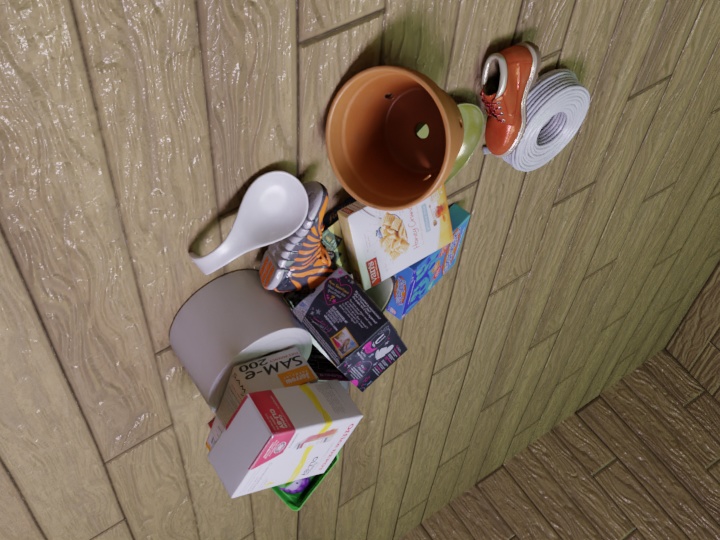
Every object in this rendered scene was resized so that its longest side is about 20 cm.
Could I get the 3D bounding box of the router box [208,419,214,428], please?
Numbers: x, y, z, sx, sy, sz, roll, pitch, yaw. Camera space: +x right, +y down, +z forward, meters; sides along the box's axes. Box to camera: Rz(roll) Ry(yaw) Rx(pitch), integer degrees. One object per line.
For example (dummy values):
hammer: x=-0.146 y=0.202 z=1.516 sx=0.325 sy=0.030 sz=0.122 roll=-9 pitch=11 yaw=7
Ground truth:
router box: x=-0.192 y=0.293 z=1.770 sx=0.179 sy=0.049 sz=0.200 roll=-42 pitch=152 yaw=2

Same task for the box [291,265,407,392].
box: x=-0.013 y=0.099 z=1.439 sx=0.114 sy=0.132 sz=0.200 roll=-40 pitch=158 yaw=-4

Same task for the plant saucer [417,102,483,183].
plant saucer: x=0.127 y=-0.210 z=1.479 sx=0.198 sy=0.031 sz=0.201 roll=-32 pitch=151 yaw=-20

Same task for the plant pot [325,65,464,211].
plant pot: x=0.065 y=-0.199 z=1.267 sx=0.201 sy=0.200 sz=0.140 roll=-56 pitch=165 yaw=27

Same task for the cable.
cable: x=0.340 y=-0.279 z=1.609 sx=0.198 sy=0.069 sz=0.201 roll=-6 pitch=136 yaw=-48

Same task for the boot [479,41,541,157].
boot: x=0.232 y=-0.279 z=1.450 sx=0.106 sy=0.075 sz=0.203 roll=-24 pitch=133 yaw=-40

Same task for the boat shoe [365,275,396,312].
boat shoe: x=0.015 y=0.071 z=1.593 sx=0.062 sy=0.071 sz=0.201 roll=-14 pitch=146 yaw=-45

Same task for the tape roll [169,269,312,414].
tape roll: x=-0.197 y=0.120 z=1.423 sx=0.201 sy=0.140 sz=0.204 roll=-30 pitch=150 yaw=-19

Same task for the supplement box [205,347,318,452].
supplement box: x=-0.162 y=0.228 z=1.390 sx=0.125 sy=0.074 sz=0.202 roll=-14 pitch=142 yaw=-40

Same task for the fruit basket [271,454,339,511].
fruit basket: x=-0.155 y=0.432 z=1.933 sx=0.216 sy=0.155 sz=0.216 roll=-47 pitch=168 yaw=-13

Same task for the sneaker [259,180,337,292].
sneaker: x=-0.077 y=-0.051 z=1.369 sx=0.111 sy=0.078 sz=0.201 roll=7 pitch=128 yaw=-36

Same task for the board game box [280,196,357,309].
board game box: x=-0.052 y=-0.015 z=1.467 sx=0.199 sy=0.035 sz=0.136 roll=-38 pitch=126 yaw=-6

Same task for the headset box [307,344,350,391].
headset box: x=-0.096 y=0.230 z=1.531 sx=0.076 sy=0.200 sz=0.151 roll=6 pitch=105 yaw=-27

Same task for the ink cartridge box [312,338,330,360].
ink cartridge box: x=-0.164 y=0.166 z=1.615 sx=0.198 sy=0.043 sz=0.176 roll=-31 pitch=120 yaw=-19

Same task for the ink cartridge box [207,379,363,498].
ink cartridge box: x=-0.112 y=0.253 z=1.320 sx=0.198 sy=0.084 sz=0.146 roll=-2 pitch=133 yaw=-48

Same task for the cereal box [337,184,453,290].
cereal box: x=0.063 y=-0.074 z=1.457 sx=0.198 sy=0.039 sz=0.146 roll=-30 pitch=124 yaw=-23

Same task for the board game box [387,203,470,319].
board game box: x=0.131 y=-0.018 z=1.688 sx=0.200 sy=0.045 sz=0.153 roll=-44 pitch=158 yaw=-34

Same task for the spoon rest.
spoon rest: x=-0.163 y=-0.064 z=1.271 sx=0.199 sy=0.061 sz=0.100 roll=-39 pitch=114 yaw=0
